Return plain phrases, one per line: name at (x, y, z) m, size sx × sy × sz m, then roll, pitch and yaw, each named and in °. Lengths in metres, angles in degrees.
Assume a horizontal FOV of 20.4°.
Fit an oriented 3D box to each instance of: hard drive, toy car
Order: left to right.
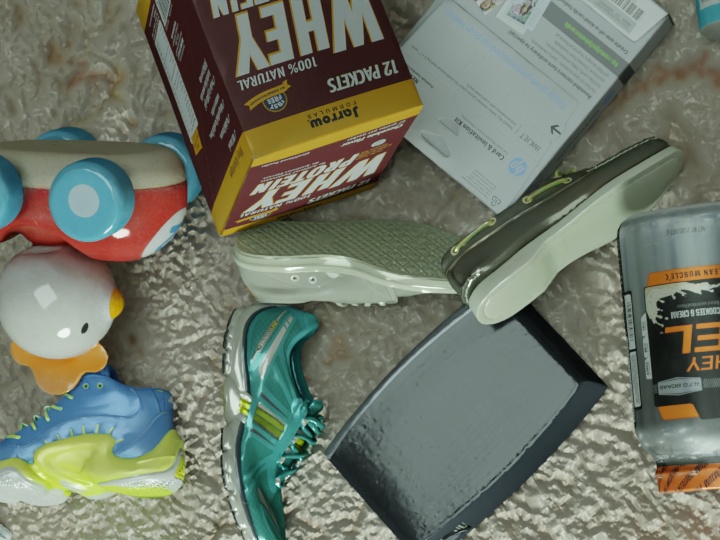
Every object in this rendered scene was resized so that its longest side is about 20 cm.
toy car at (-0.220, -0.001, 1.572) m, size 0.176 × 0.184 × 0.201 m, roll 4°, pitch 102°, yaw 16°
hard drive at (0.075, 0.114, 1.529) m, size 0.200 × 0.042 × 0.135 m, roll -45°, pitch 74°, yaw 8°

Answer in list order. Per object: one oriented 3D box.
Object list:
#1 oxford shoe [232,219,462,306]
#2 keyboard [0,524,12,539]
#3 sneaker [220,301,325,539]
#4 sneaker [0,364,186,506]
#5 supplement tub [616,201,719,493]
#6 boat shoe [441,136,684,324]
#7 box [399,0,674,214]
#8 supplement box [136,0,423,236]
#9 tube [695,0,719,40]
oxford shoe at (0.000, 0.000, 1.559) m, size 0.199 × 0.075 × 0.058 m, roll 2°, pitch 125°, yaw 7°
keyboard at (-0.362, 0.284, 1.659) m, size 0.056 × 0.011 × 0.200 m, roll 35°, pitch 94°, yaw 22°
sneaker at (-0.067, 0.124, 1.557) m, size 0.079 × 0.078 × 0.201 m, roll -1°, pitch 84°, yaw 7°
sneaker at (-0.234, 0.132, 1.611) m, size 0.199 × 0.076 × 0.106 m, roll -1°, pitch 72°, yaw 9°
supplement tub at (0.252, 0.057, 1.442) m, size 0.122 × 0.122 × 0.201 m, roll -7°, pitch 83°, yaw 15°
boat shoe at (0.151, -0.042, 1.499) m, size 0.201 × 0.072 × 0.060 m, roll -36°, pitch 59°, yaw -8°
box at (0.119, -0.162, 1.547) m, size 0.156 × 0.041 × 0.200 m, roll 41°, pitch 95°, yaw 16°
supplement box at (-0.067, -0.161, 1.500) m, size 0.132 × 0.197 × 0.201 m, roll -18°, pitch 79°, yaw -15°
tube at (0.274, -0.276, 1.513) m, size 0.077 × 0.050 × 0.201 m, roll -4°, pitch 78°, yaw 12°
